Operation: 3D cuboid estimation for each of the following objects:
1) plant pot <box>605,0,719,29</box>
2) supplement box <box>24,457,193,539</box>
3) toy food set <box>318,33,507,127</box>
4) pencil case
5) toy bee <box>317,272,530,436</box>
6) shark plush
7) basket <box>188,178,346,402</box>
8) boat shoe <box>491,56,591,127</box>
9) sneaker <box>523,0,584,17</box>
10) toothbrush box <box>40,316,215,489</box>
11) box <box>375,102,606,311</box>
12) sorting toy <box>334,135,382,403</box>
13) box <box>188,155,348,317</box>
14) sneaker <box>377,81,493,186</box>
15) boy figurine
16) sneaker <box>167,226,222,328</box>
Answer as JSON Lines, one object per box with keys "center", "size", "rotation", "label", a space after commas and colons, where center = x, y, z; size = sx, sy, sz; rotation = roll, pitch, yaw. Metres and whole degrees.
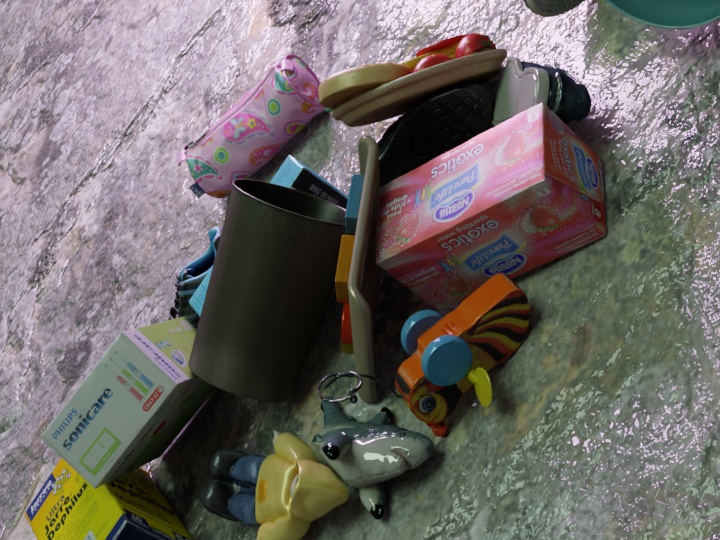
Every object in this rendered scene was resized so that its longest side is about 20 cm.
{"center": [0.301, -0.334, 1.481], "size": [0.199, 0.202, 0.135], "rotation": [-22, 9, 42], "label": "plant pot"}
{"center": [-0.266, 0.284, 1.763], "size": [0.110, 0.108, 0.200], "rotation": [-55, 33, 3], "label": "supplement box"}
{"center": [0.055, -0.197, 1.691], "size": [0.198, 0.049, 0.198], "rotation": [-20, -1, 6], "label": "toy food set"}
{"center": [-0.131, -0.171, 1.987], "size": [0.199, 0.087, 0.088], "rotation": [-38, 37, 27], "label": "pencil case"}
{"center": [0.071, 0.090, 1.505], "size": [0.198, 0.109, 0.132], "rotation": [-19, 35, 11], "label": "toy bee"}
{"center": [0.007, 0.166, 1.576], "size": [0.083, 0.091, 0.200], "rotation": [-39, 10, -8], "label": "shark plush"}
{"center": [-0.096, 0.023, 1.704], "size": [0.135, 0.180, 0.202], "rotation": [21, 99, 14], "label": "basket"}
{"center": [0.173, -0.169, 1.587], "size": [0.200, 0.061, 0.076], "rotation": [-158, 78, -81], "label": "boat shoe"}
{"center": [0.206, -0.338, 1.699], "size": [0.106, 0.075, 0.201], "rotation": [-1, 54, 58], "label": "sneaker"}
{"center": [-0.236, 0.138, 1.770], "size": [0.146, 0.086, 0.200], "rotation": [-51, -9, 10], "label": "toothbrush box"}
{"center": [0.120, -0.055, 1.531], "size": [0.199, 0.102, 0.095], "rotation": [-26, 44, 33], "label": "box"}
{"center": [0.000, 0.000, 1.606], "size": [0.036, 0.186, 0.202], "rotation": [1, 55, 4], "label": "sorting toy"}
{"center": [-0.099, -0.020, 1.818], "size": [0.201, 0.082, 0.049], "rotation": [-55, 32, 4], "label": "box"}
{"center": [0.063, -0.147, 1.703], "size": [0.200, 0.075, 0.088], "rotation": [-40, 27, 40], "label": "sneaker"}
{"center": [-0.082, 0.219, 1.602], "size": [0.199, 0.064, 0.126], "rotation": [-5, 68, 59], "label": "boy figurine"}
{"center": [-0.191, 0.036, 1.896], "size": [0.201, 0.082, 0.073], "rotation": [-54, 35, 9], "label": "sneaker"}
